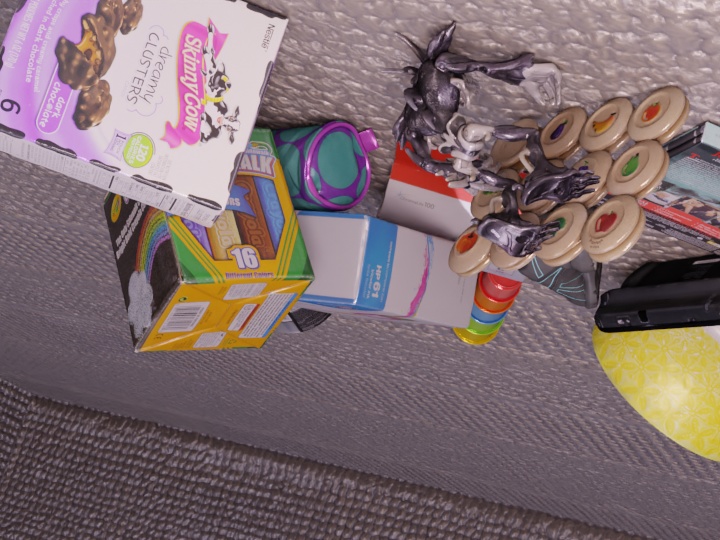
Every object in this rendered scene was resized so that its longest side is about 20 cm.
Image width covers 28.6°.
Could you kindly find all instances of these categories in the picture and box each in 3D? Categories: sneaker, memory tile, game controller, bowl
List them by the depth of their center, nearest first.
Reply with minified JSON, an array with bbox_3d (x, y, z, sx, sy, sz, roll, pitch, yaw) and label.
[{"bbox_3d":[0.152,-0.066,1.067,0.017,0.154,0.200,39,154,-27],"label":"memory tile"},{"bbox_3d":[0.304,0.019,1.301,0.200,0.104,0.042,-8,109,58],"label":"game controller"},{"bbox_3d":[0.186,-0.018,1.316,0.079,0.076,0.200,3,162,13],"label":"sneaker"},{"bbox_3d":[0.341,0.080,1.404,0.200,0.200,0.108,24,120,-23],"label":"bowl"}]

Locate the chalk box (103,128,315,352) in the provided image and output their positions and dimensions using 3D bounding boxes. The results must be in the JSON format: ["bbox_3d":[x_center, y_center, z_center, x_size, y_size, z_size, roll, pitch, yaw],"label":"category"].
[{"bbox_3d":[-0.139,-0.046,1.216,0.124,0.201,0.125,0,149,-30],"label":"chalk box"}]

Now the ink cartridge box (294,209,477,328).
[{"bbox_3d":[0.000,0.000,1.329,0.144,0.085,0.200,5,176,35],"label":"ink cartridge box"}]

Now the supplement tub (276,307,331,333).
[{"bbox_3d":[-0.093,-0.014,1.560,0.122,0.123,0.200,13,163,15],"label":"supplement tub"}]

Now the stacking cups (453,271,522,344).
[{"bbox_3d":[0.142,0.034,1.583,0.060,0.061,0.200,17,164,1],"label":"stacking cups"}]

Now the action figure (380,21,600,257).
[{"bbox_3d":[0.093,-0.102,1.052,0.102,0.200,0.119,0,133,-36],"label":"action figure"}]

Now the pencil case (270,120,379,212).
[{"bbox_3d":[-0.080,-0.097,1.332,0.200,0.092,0.085,3,122,47],"label":"pencil case"}]

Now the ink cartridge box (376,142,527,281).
[{"bbox_3d":[0.099,-0.054,1.361,0.162,0.057,0.200,17,169,3],"label":"ink cartridge box"}]

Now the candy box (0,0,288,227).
[{"bbox_3d":[-0.177,-0.148,1.103,0.199,0.168,0.072,19,166,-10],"label":"candy box"}]

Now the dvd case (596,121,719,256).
[{"bbox_3d":[0.294,-0.062,1.171,0.146,0.022,0.200,21,165,-12],"label":"dvd case"}]
